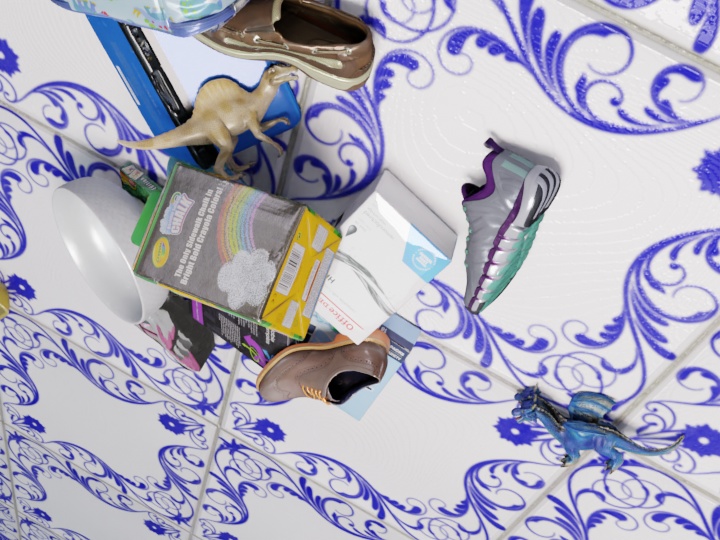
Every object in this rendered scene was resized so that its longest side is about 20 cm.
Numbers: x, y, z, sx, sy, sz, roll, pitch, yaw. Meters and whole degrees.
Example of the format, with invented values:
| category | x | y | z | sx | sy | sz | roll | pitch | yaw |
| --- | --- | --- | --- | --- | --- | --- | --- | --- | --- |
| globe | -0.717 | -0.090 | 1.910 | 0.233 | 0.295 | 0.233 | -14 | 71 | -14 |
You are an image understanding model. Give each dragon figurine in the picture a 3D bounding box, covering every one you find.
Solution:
| category | x | y | z | sx | sy | sz | roll | pitch | yaw |
| --- | --- | --- | --- | --- | --- | --- | --- | --- | --- |
| dragon figurine | 0.279 | 0.189 | 1.027 | 0.198 | 0.059 | 0.100 | 0 | 130 | 34 |

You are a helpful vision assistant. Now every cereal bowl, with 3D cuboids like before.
| category | x | y | z | sx | sy | sz | roll | pitch | yaw |
| --- | --- | --- | --- | --- | --- | --- | --- | --- | --- |
| cereal bowl | -0.312 | -0.035 | 1.112 | 0.199 | 0.083 | 0.202 | 33 | 142 | 31 |

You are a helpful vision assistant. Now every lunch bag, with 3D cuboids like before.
| category | x | y | z | sx | sy | sz | roll | pitch | yaw |
| --- | --- | --- | --- | --- | --- | --- | --- | --- | --- |
| lunch bag | -0.178 | -0.291 | 0.771 | 0.198 | 0.161 | 0.083 | 15 | 140 | 22 |

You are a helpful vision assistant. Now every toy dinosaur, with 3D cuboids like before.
| category | x | y | z | sx | sy | sz | roll | pitch | yaw |
| --- | --- | --- | --- | --- | --- | --- | --- | --- | --- |
| toy dinosaur | -0.147 | -0.147 | 0.900 | 0.102 | 0.198 | 0.058 | 64 | 174 | -17 |

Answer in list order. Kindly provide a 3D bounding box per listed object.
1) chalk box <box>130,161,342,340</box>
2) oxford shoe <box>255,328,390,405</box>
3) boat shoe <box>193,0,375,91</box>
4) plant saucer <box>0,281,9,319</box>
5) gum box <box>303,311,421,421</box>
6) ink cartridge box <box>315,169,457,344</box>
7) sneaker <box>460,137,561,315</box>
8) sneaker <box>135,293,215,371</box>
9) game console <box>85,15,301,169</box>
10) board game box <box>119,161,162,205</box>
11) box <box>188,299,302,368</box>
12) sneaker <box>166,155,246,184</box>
| category | x | y | z | sx | sy | sz | roll | pitch | yaw |
| --- | --- | --- | --- | --- | --- | --- | --- | --- | --- |
| chalk box | -0.142 | -0.024 | 0.880 | 0.198 | 0.126 | 0.124 | 20 | 174 | 21 |
| oxford shoe | -0.054 | 0.135 | 1.068 | 0.199 | 0.073 | 0.071 | -25 | 130 | 28 |
| boat shoe | -0.079 | -0.241 | 0.810 | 0.200 | 0.075 | 0.075 | 16 | 159 | -2 |
| plant saucer | -0.714 | 0.014 | 1.497 | 0.199 | 0.049 | 0.200 | -21 | 117 | 44 |
| gum box | -0.032 | 0.101 | 1.150 | 0.169 | 0.045 | 0.201 | 32 | 140 | 2 |
| ink cartridge box | 0.000 | 0.000 | 0.965 | 0.116 | 0.067 | 0.200 | 41 | 118 | -10 |
| sneaker | 0.136 | -0.045 | 0.896 | 0.087 | 0.074 | 0.201 | 38 | 134 | 19 |
| sneaker | -0.302 | 0.069 | 1.282 | 0.201 | 0.080 | 0.086 | 51 | 149 | -9 |
| game console | -0.184 | -0.227 | 0.931 | 0.170 | 0.118 | 0.201 | 24 | 146 | 51 |
| board game box | -0.241 | -0.049 | 1.105 | 0.199 | 0.023 | 0.105 | 37 | 142 | 25 |
| box | -0.158 | 0.050 | 1.146 | 0.199 | 0.036 | 0.144 | 33 | 139 | 27 |
| sneaker | -0.148 | -0.070 | 1.034 | 0.200 | 0.080 | 0.131 | 46 | -178 | 27 |
